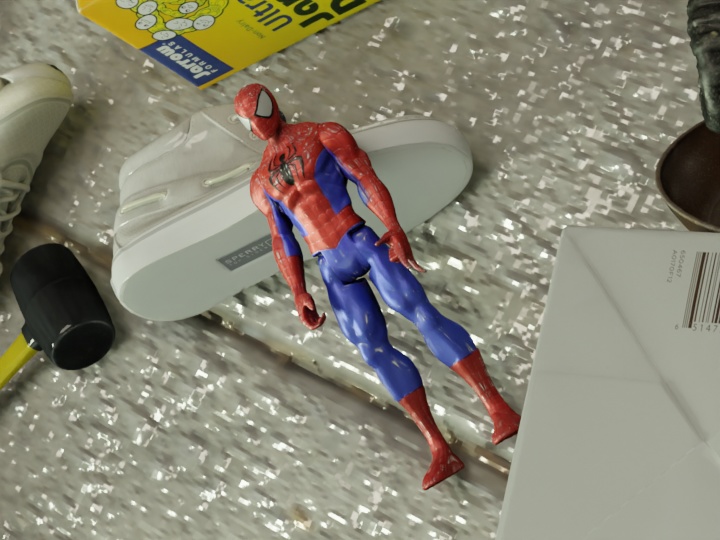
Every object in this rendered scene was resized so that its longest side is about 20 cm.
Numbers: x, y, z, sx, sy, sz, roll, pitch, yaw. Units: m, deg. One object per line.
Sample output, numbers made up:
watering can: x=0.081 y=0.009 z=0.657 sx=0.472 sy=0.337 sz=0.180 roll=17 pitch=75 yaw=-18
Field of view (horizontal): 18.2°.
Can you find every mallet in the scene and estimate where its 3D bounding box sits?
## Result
mallet: x=-0.213 y=0.066 z=1.214 sx=0.200 sy=0.041 sz=0.066 roll=-40 pitch=53 yaw=21

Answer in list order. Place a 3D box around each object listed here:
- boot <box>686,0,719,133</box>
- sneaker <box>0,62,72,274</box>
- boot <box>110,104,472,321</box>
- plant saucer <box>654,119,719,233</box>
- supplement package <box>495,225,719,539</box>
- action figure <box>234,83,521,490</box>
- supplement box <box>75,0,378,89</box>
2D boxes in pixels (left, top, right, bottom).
boot: x=0.206 y=-0.088 z=0.863 sx=0.157 sy=0.211 sz=0.080 roll=-1 pitch=102 yaw=3
sneaker: x=-0.218 y=-0.026 z=1.238 sx=0.200 sy=0.075 sz=0.081 roll=-49 pitch=66 yaw=12
boot: x=-0.041 y=-0.054 z=1.117 sx=0.199 sy=0.074 sz=0.096 roll=-21 pitch=52 yaw=19
plant saucer: x=0.217 y=-0.035 z=0.883 sx=0.199 sy=0.200 sz=0.032 roll=5 pitch=117 yaw=36
supplement package: x=0.169 y=0.088 z=0.828 sx=0.151 sy=0.200 sz=0.152 roll=4 pitch=75 yaw=36
action figure: x=0.000 y=0.000 z=1.026 sx=0.065 sy=0.052 sz=0.201 roll=-35 pitch=82 yaw=24
supplement box: x=-0.041 y=-0.195 z=1.148 sx=0.199 sy=0.109 sz=0.110 roll=-24 pitch=59 yaw=26
